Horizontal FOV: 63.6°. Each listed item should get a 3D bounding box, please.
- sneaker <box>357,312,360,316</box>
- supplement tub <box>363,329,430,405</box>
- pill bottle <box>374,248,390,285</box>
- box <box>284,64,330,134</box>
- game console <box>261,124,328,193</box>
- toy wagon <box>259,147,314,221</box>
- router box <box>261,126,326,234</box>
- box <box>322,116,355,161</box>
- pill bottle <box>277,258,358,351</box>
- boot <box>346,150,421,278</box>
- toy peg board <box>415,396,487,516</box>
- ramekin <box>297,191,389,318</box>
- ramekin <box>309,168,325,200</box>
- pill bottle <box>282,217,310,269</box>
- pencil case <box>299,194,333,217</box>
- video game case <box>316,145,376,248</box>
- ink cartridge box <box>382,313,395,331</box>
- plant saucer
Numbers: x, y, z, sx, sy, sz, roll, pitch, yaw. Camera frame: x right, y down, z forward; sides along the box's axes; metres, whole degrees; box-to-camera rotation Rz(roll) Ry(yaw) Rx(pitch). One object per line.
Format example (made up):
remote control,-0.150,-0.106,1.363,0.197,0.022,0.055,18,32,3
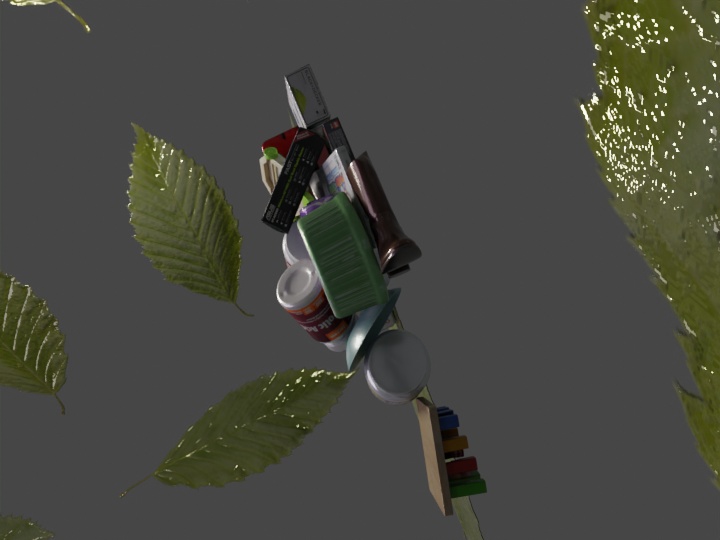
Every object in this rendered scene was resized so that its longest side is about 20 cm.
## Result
sneaker,-0.010,0.035,1.438,0.074,0.084,0.208,9,-99,-60
supplement tub,0.078,0.209,1.246,0.201,0.141,0.148,79,166,-74
pill bottle,0.000,0.000,1.298,0.116,0.110,0.200,66,169,-8
box,-0.115,-0.358,1.283,0.200,0.059,0.120,-165,52,-85
game console,-0.146,-0.262,1.477,0.205,0.168,0.119,67,172,-18
toy wagon,-0.160,-0.186,1.338,0.198,0.039,0.158,38,149,27
router box,-0.139,-0.184,1.190,0.060,0.206,0.150,23,-177,-10
box,-0.022,-0.188,1.151,0.110,0.034,0.206,131,116,-85
pill bottle,-0.082,0.080,1.232,0.201,0.112,0.115,52,-173,-44
boot,0.026,-0.098,0.888,0.187,0.062,0.206,106,146,-80
toy peg board,0.188,0.371,1.214,0.200,0.094,0.207,109,152,-83
ramekin,-0.033,-0.020,0.990,0.200,0.095,0.206,155,91,-86
ramekin,-0.051,-0.150,1.330,0.202,0.092,0.208,155,91,-86
pill bottle,-0.121,-0.049,1.325,0.200,0.111,0.117,119,127,-79
pencil case,-0.051,-0.043,1.126,0.085,0.081,0.206,-155,44,-84
video game case,-0.025,-0.124,1.106,0.187,0.023,0.199,68,166,-4
ink cartridge box,-0.003,0.077,1.576,0.083,0.142,0.205,-119,7,-58
plant saucer,0.018,0.113,1.198,0.038,0.204,0.202,30,168,10
